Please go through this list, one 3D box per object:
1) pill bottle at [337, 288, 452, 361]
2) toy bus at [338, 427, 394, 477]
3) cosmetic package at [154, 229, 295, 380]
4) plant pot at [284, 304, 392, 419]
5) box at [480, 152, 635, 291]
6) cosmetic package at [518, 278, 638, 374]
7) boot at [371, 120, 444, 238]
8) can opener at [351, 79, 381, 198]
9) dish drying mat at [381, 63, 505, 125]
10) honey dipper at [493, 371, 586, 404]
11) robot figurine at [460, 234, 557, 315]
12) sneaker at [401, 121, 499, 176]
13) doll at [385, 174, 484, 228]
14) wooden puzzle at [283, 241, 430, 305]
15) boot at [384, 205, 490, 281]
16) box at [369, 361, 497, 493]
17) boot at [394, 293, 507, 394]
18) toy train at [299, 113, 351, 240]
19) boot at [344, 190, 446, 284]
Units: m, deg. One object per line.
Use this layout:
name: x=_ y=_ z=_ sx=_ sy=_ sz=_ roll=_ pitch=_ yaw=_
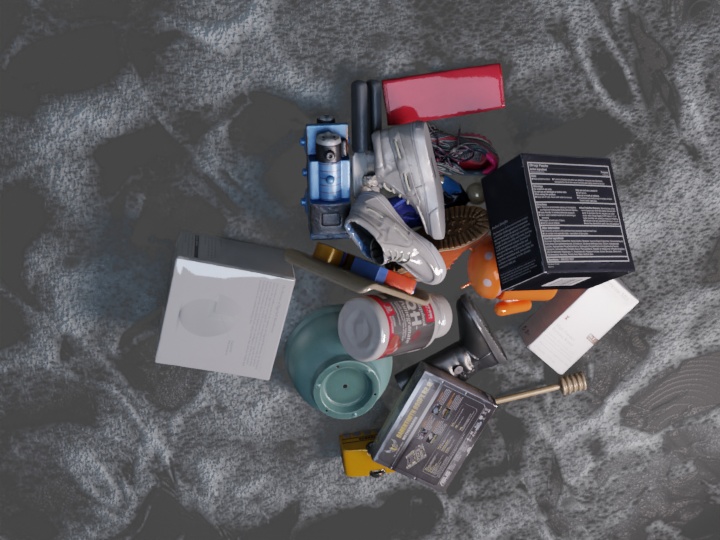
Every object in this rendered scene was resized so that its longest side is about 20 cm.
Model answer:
pill bottle: x=0.065 y=0.089 z=1.735 sx=0.199 sy=0.111 sz=0.111 roll=-8 pitch=123 yaw=-46
toy bus: x=0.063 y=0.339 z=1.909 sx=0.199 sy=0.078 sz=0.065 roll=-9 pitch=115 yaw=-5
cosmetic package: x=-0.231 y=0.060 z=1.707 sx=0.199 sy=0.123 sz=0.200 roll=12 pitch=113 yaw=-12
plant pot: x=-0.032 y=0.180 z=1.789 sx=0.199 sy=0.134 sz=0.201 roll=-3 pitch=116 yaw=-7
box: x=0.323 y=-0.076 z=1.650 sx=0.199 sy=0.123 sz=0.200 roll=0 pitch=75 yaw=-30
cosmetic package: x=0.399 y=0.083 z=1.844 sx=0.102 sy=0.074 sz=0.200 roll=37 pitch=106 yaw=-23
boot: x=0.077 y=-0.141 z=1.629 sx=0.095 sy=0.074 sz=0.201 roll=-8 pitch=112 yaw=15
can opener: x=0.003 y=-0.212 z=1.650 sx=0.052 sy=0.066 sz=0.201 roll=-10 pitch=111 yaw=-30
dish drying mat: x=0.137 y=-0.290 z=1.655 sx=0.199 sy=0.018 sz=0.077 roll=-9 pitch=109 yaw=-3
honey dipper: x=0.333 y=0.235 z=1.925 sx=0.199 sy=0.038 sz=0.038 roll=-15 pitch=117 yaw=0
robot figurine: x=0.274 y=-0.003 z=1.758 sx=0.199 sy=0.117 sz=0.144 roll=2 pitch=140 yaw=-8
sneaker: x=0.134 y=-0.199 z=1.668 sx=0.199 sy=0.075 sz=0.081 roll=2 pitch=115 yaw=-9
doll: x=0.123 y=-0.114 z=1.717 sx=0.199 sy=0.049 sz=0.137 roll=-12 pitch=134 yaw=-5
wooden puzzle: x=0.000 y=0.000 z=1.647 sx=0.200 sy=0.185 sz=0.047 roll=11 pitch=100 yaw=-55
boot: x=0.146 y=-0.043 z=1.725 sx=0.199 sy=0.075 sz=0.107 roll=-25 pitch=149 yaw=21
box: x=0.131 y=0.287 z=1.831 sx=0.158 sy=0.048 sz=0.201 roll=26 pitch=102 yaw=-13
boot: x=0.149 y=0.153 z=1.848 sx=0.199 sy=0.066 sz=0.165 roll=-29 pitch=114 yaw=10
toy train: x=-0.053 y=-0.150 z=1.640 sx=0.086 sy=0.114 sz=0.201 roll=-3 pitch=116 yaw=-8
boot: x=0.052 y=-0.031 z=1.620 sx=0.200 sy=0.096 sz=0.073 roll=45 pitch=133 yaw=-12
